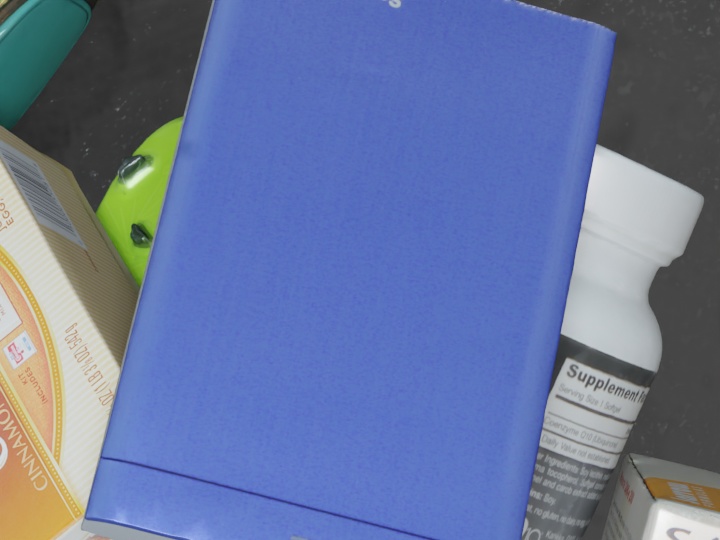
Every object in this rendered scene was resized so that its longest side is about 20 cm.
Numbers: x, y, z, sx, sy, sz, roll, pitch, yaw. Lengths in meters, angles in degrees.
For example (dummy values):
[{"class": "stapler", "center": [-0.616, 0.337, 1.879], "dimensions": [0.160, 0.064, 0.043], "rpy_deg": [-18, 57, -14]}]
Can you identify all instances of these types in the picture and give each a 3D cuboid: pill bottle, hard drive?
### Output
[{"class": "pill bottle", "center": [0.038, 0.046, 0.883], "dimensions": [0.116, 0.116, 0.201], "rpy_deg": [24, 93, -1]}, {"class": "hard drive", "center": [0.000, 0.000, 0.790], "dimensions": [0.131, 0.025, 0.201], "rpy_deg": [15, 70, -6]}]

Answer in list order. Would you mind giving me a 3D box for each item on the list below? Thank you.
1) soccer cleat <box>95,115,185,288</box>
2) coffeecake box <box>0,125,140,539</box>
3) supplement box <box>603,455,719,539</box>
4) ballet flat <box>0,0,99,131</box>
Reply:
[{"class": "soccer cleat", "center": [-0.070, 0.043, 0.913], "dimensions": [0.067, 0.081, 0.201], "rpy_deg": [1, 73, 27]}, {"class": "coffeecake box", "center": [-0.158, 0.071, 0.856], "dimensions": [0.200, 0.073, 0.154], "rpy_deg": [-39, 61, 10]}, {"class": "supplement box", "center": [0.106, 0.175, 0.878], "dimensions": [0.073, 0.126, 0.201], "rpy_deg": [15, 94, 1]}, {"class": "ballet flat", "center": [-0.116, -0.118, 0.905], "dimensions": [0.071, 0.071, 0.200], "rpy_deg": [42, 93, -2]}]
